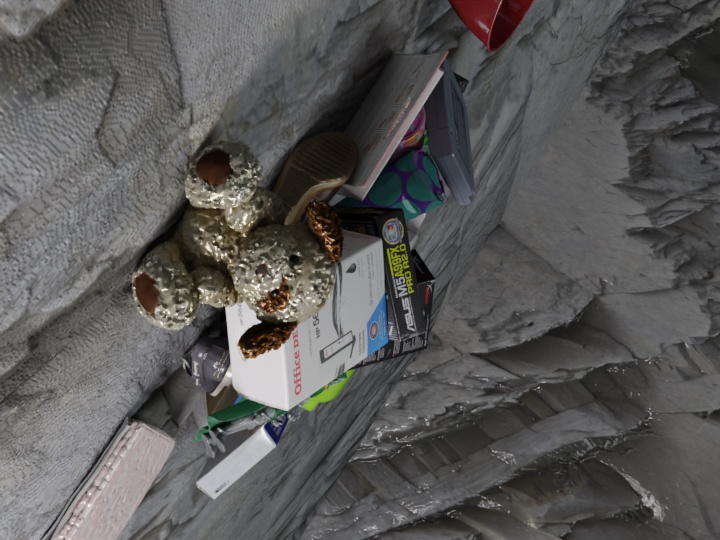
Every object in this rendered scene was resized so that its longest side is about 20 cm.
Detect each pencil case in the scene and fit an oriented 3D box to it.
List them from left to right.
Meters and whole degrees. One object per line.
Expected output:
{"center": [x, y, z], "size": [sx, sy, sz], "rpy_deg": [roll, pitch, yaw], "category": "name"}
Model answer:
{"center": [0.024, -0.079, 1.601], "size": [0.200, 0.092, 0.085], "rpy_deg": [-33, -143, 16], "category": "pencil case"}
{"center": [0.047, -0.178, 1.641], "size": [0.088, 0.087, 0.200], "rpy_deg": [-55, 169, -16], "category": "pencil case"}

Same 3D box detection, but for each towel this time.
{"center": [-0.307, 0.277, 1.417], "size": [0.200, 0.032, 0.191], "rpy_deg": [-57, 168, -11], "category": "towel"}

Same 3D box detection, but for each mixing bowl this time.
{"center": [0.177, -0.404, 1.531], "size": [0.200, 0.108, 0.200], "rpy_deg": [-55, 168, -19], "category": "mixing bowl"}

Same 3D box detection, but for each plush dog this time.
{"center": [-0.107, -0.010, 1.167], "size": [0.201, 0.171, 0.160], "rpy_deg": [-61, 169, 6], "category": "plush dog"}

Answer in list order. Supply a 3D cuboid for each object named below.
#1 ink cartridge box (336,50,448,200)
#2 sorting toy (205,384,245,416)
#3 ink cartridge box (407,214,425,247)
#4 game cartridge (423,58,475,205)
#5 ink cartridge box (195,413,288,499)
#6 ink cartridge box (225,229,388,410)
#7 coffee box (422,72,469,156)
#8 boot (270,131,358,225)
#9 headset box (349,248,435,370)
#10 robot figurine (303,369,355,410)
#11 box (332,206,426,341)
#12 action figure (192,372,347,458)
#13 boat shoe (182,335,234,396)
{"center": [0.037, -0.182, 1.454], "size": [0.200, 0.045, 0.176], "rpy_deg": [-58, -157, -5], "category": "ink cartridge box"}
{"center": [-0.121, 0.108, 1.514], "size": [0.201, 0.069, 0.199], "rpy_deg": [-58, -171, -1], "category": "sorting toy"}
{"center": [0.008, -0.027, 1.759], "size": [0.067, 0.117, 0.201], "rpy_deg": [-43, 161, -56], "category": "ink cartridge box"}
{"center": [0.126, -0.209, 1.661], "size": [0.133, 0.041, 0.201], "rpy_deg": [51, 30, -47], "category": "game cartridge"}
{"center": [-0.128, 0.197, 1.595], "size": [0.200, 0.041, 0.200], "rpy_deg": [-44, -169, 31], "category": "ink cartridge box"}
{"center": [-0.059, 0.054, 1.354], "size": [0.200, 0.084, 0.147], "rpy_deg": [-32, 126, -47], "category": "ink cartridge box"}
{"center": [0.098, -0.221, 1.831], "size": [0.201, 0.044, 0.123], "rpy_deg": [-62, 168, 16], "category": "coffee box"}
{"center": [-0.087, -0.070, 1.418], "size": [0.200, 0.072, 0.167], "rpy_deg": [-50, 175, -37], "category": "boot"}
{"center": [0.001, 0.066, 1.693], "size": [0.199, 0.075, 0.149], "rpy_deg": [-15, 135, -18], "category": "headset box"}
{"center": [-0.058, 0.131, 1.863], "size": [0.200, 0.115, 0.176], "rpy_deg": [-58, -179, 31], "category": "robot figurine"}
{"center": [0.000, 0.000, 1.488], "size": [0.044, 0.200, 0.161], "rpy_deg": [-17, 103, -29], "category": "box"}
{"center": [-0.098, 0.159, 1.390], "size": [0.199, 0.055, 0.118], "rpy_deg": [-27, 177, -29], "category": "action figure"}
{"center": [-0.185, 0.109, 1.426], "size": [0.073, 0.063, 0.200], "rpy_deg": [-65, -171, -13], "category": "boat shoe"}
